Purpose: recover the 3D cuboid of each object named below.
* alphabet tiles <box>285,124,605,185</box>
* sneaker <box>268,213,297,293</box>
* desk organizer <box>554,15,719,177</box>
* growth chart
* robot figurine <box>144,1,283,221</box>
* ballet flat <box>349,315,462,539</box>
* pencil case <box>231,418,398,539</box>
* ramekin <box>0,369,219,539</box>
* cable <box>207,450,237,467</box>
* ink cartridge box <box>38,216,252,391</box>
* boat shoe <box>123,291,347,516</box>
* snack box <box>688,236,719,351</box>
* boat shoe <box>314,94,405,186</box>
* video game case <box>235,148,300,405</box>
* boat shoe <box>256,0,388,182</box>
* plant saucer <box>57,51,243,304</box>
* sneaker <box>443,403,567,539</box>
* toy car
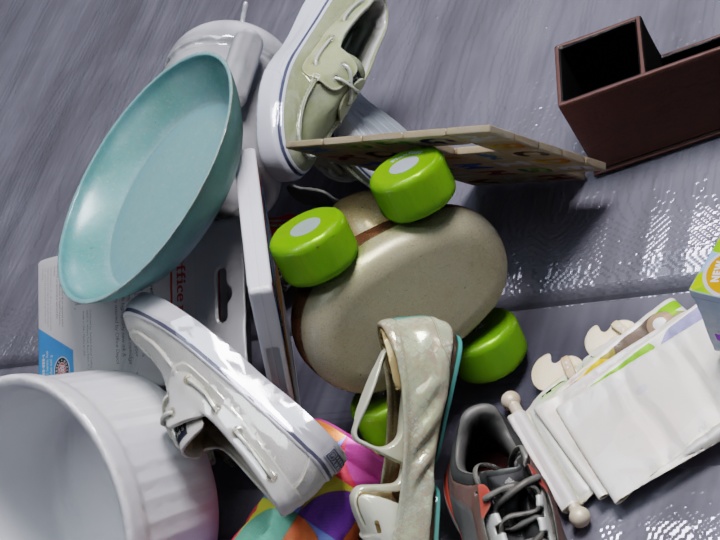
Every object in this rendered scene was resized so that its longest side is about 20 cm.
[{"bbox_3d":[0.071,-0.079,1.117,0.166,0.199,0.008,-1,83,36],"label":"alphabet tiles"},{"bbox_3d":[-0.126,-0.011,1.298,0.199,0.077,0.085,-1,36,29],"label":"sneaker"},{"bbox_3d":[0.244,-0.146,1.123,0.199,0.077,0.072,-18,45,23],"label":"desk organizer"},{"bbox_3d":[0.191,0.078,1.008,0.199,0.018,0.145,-29,41,12],"label":"growth chart"},{"bbox_3d":[-0.110,-0.116,1.243,0.170,0.112,0.201,123,160,-55],"label":"robot figurine"},{"bbox_3d":[0.021,0.128,1.004,0.067,0.062,0.202,157,121,-74],"label":"ballet flat"},{"bbox_3d":[-0.054,0.197,1.036,0.088,0.088,0.201,18,66,44],"label":"pencil case"},{"bbox_3d":[-0.190,0.164,1.088,0.199,0.097,0.202,7,101,40],"label":"ramekin"},{"bbox_3d":[-0.134,0.088,1.213,0.097,0.050,0.200,-47,42,1],"label":"cable"},{"bbox_3d":[-0.146,0.036,1.162,0.199,0.068,0.117,-11,75,32],"label":"ink cartridge box"},{"bbox_3d":[-0.100,0.089,1.030,0.200,0.071,0.070,37,74,27],"label":"boat shoe"},{"bbox_3d":[0.322,-0.028,0.956,0.168,0.068,0.200,14,57,42],"label":"snack box"},{"bbox_3d":[-0.011,-0.107,1.289,0.062,0.072,0.200,-63,37,19],"label":"boat shoe"},{"bbox_3d":[-0.062,0.035,1.103,0.017,0.201,0.144,-9,44,-1],"label":"video game case"},{"bbox_3d":[-0.028,-0.152,1.211,0.062,0.072,0.201,-7,47,26],"label":"boat shoe"},{"bbox_3d":[-0.142,-0.060,1.105,0.200,0.036,0.201,-35,39,33],"label":"plant saucer"},{"bbox_3d":[0.090,0.161,0.945,0.076,0.082,0.201,-16,41,-8],"label":"sneaker"},{"bbox_3d":[0.000,0.000,1.115,0.157,0.165,0.200,-32,25,-13],"label":"toy car"}]
